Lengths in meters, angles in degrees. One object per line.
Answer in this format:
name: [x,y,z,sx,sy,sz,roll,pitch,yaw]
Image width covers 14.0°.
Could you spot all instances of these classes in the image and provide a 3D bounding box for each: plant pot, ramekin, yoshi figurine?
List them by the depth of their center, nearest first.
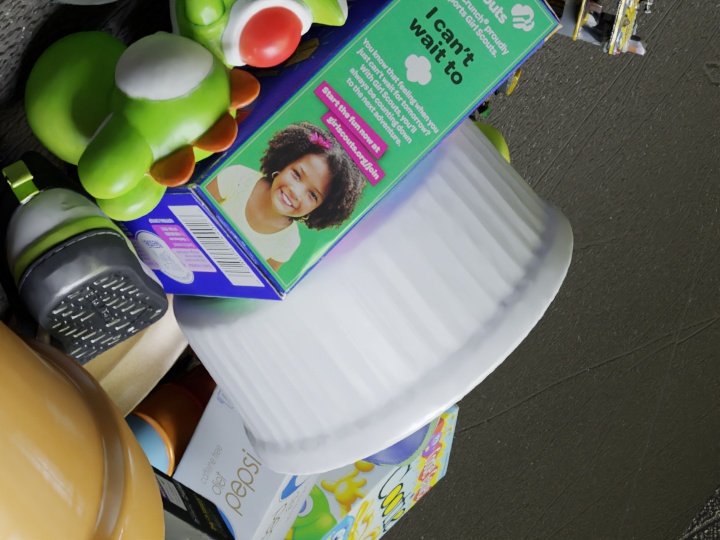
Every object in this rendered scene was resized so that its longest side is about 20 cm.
plant pot: [-0.206,0.085,1.283,0.200,0.200,0.184,-46,146,-17]
yoshi figurine: [-0.087,-0.118,1.349,0.200,0.112,0.112,-58,-160,-21]
ramekin: [0.000,0.000,1.482,0.200,0.098,0.201,-32,-159,14]
plant pot: [-0.138,0.027,1.575,0.200,0.027,0.200,-46,162,-19]

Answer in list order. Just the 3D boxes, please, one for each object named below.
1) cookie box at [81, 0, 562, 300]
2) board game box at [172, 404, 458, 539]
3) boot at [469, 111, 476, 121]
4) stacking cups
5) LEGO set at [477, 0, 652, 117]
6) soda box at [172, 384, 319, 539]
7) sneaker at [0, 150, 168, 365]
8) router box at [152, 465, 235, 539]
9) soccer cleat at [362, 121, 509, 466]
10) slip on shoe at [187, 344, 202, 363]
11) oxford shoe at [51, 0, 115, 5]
cookie box: [-0.024,-0.079,1.435,0.200,0.075,0.171,-45,-162,-17]
board game box: [-0.041,0.145,1.925,0.200,0.103,0.105,-43,161,-24]
boot: [0.036,-0.002,1.773,0.200,0.072,0.183,109,-11,-62]
stacking cups: [-0.138,0.116,1.695,0.200,0.060,0.061,-32,154,-47]
LEGO set: [0.114,-0.178,1.554,0.154,0.115,0.201,-54,160,-66]
soda box: [-0.062,0.111,1.700,0.068,0.064,0.200,-41,167,-38]
sneaker: [-0.142,-0.009,1.401,0.072,0.083,0.200,-30,168,-11]
router box: [-0.182,0.180,1.578,0.200,0.051,0.149,-44,136,9]
soccer cleat: [0.035,0.014,1.626,0.084,0.064,0.201,46,60,-60]
slip on shoe: [-0.050,0.040,1.761,0.061,0.074,0.200,-41,161,11]
oxford shoe: [-0.087,-0.172,1.210,0.084,0.073,0.200,-45,-179,38]
